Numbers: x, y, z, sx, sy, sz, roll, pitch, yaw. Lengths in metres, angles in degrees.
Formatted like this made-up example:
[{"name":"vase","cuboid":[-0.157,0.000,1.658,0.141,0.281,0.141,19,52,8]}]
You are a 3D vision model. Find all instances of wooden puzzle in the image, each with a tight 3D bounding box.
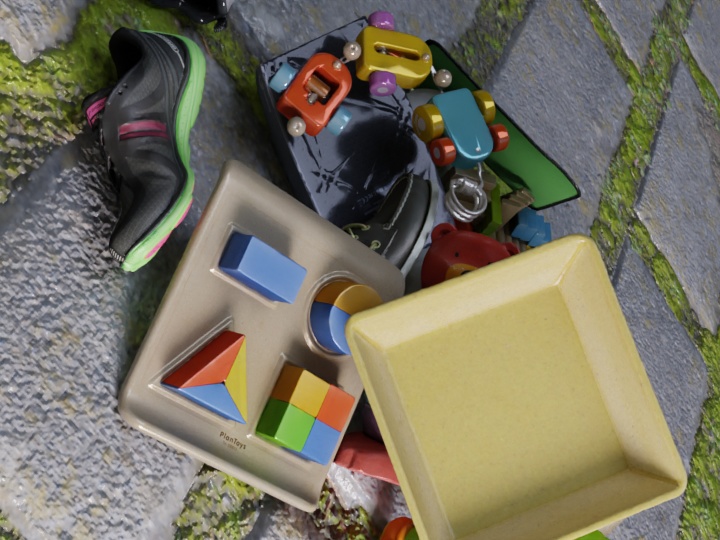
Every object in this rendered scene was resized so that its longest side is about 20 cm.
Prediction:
[{"name":"wooden puzzle","cuboid":[-0.057,0.049,0.954,0.184,0.046,0.202,32,71,-34]}]

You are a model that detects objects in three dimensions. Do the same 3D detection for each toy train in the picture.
[{"name":"toy train","cuboid":[0.022,-0.122,1.095,0.199,0.056,0.151,33,60,-10]}]

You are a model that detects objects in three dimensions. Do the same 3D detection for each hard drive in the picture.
[{"name":"hard drive","cuboid":[-0.007,-0.099,1.141,0.134,0.042,0.202,-30,102,-33]}]

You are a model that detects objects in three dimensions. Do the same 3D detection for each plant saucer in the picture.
[{"name":"plant saucer","cuboid":[0.108,0.099,0.969,0.048,0.198,0.202,123,-53,-78]}]

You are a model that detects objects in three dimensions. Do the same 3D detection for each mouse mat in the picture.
[{"name":"mouse mat","cuboid":[0.119,-0.133,1.275,0.200,0.161,0.008,44,82,-5]}]

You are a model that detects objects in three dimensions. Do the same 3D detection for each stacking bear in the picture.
[{"name":"stacking bear","cuboid":[0.064,0.067,1.050,0.114,0.120,0.203,19,89,-82]}]

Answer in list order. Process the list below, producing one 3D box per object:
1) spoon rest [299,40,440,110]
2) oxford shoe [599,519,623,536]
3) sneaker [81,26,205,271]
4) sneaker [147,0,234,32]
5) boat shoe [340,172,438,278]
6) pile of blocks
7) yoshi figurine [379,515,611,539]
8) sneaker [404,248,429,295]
[{"name":"spoon rest","cuboid":[0.027,-0.146,1.230,0.198,0.099,0.061,21,76,-31]},{"name":"oxford shoe","cuboid":[0.234,0.195,1.284,0.071,0.074,0.200,56,26,-16]},{"name":"sneaker","cuboid":[-0.161,-0.087,0.948,0.083,0.077,0.202,19,51,-27]},{"name":"sneaker","cuboid":[-0.158,-0.269,1.037,0.200,0.077,0.141,41,41,-33]},{"name":"boat shoe","cuboid":[0.001,-0.001,1.071,0.060,0.072,0.203,32,67,-13]},{"name":"pile of blocks","cuboid":[0.143,-0.030,1.317,0.199,0.081,0.063,32,47,-42]},{"name":"yoshi figurine","cuboid":[0.099,0.236,0.999,0.112,0.199,0.114,-10,87,-47]},{"name":"sneaker","cuboid":[0.107,0.064,1.117,0.200,0.073,0.085,41,35,-7]}]
